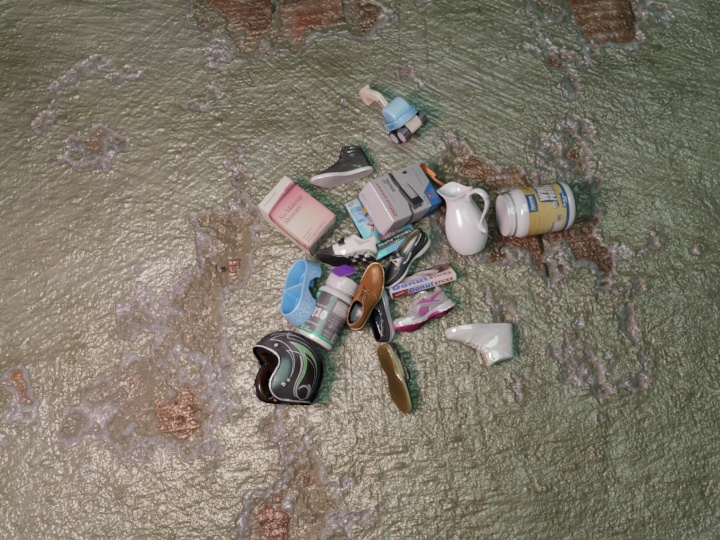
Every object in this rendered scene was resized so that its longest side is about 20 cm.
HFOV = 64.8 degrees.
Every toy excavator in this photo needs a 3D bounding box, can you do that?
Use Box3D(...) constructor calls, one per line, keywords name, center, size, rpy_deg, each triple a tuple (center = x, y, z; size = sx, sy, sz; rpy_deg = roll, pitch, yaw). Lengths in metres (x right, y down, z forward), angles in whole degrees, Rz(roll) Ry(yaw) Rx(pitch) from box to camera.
Box3D(name="toy excavator", center=(0.094, -0.505, 1.779), size=(0.100, 0.194, 0.201), rpy_deg=(-41, 107, -10))

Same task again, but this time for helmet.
Box3D(name="helmet", center=(-0.198, 0.262, 1.539), size=(0.198, 0.200, 0.193), rpy_deg=(3, 72, 0))

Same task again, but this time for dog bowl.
Box3D(name="dog bowl", center=(-0.174, 0.056, 1.618), size=(0.049, 0.111, 0.202), rpy_deg=(32, 53, -37))

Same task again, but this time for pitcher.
Box3D(name="pitcher", center=(0.315, -0.147, 1.633), size=(0.121, 0.171, 0.202), rpy_deg=(-32, 116, -26))

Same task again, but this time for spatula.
Box3D(name="spatula", center=(0.000, 0.000, 1.639), size=(0.056, 0.199, 0.021), rpy_deg=(32, 113, 42))

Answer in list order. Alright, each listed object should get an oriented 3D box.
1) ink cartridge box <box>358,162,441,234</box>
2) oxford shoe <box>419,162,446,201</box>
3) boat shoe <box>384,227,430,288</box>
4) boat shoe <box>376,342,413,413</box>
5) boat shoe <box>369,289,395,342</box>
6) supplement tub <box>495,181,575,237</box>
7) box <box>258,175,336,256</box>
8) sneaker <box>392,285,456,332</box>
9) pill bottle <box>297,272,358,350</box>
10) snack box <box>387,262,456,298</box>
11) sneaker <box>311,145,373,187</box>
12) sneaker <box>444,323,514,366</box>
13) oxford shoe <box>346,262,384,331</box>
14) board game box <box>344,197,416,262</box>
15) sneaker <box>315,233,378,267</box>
Box3D(name="ink cartridge box", center=(0.117, -0.212, 1.667), size=(0.199, 0.084, 0.145), rpy_deg=(-26, 79, -31))
Box3D(name="oxford shoe", center=(0.238, -0.239, 1.745), size=(0.073, 0.071, 0.200), rpy_deg=(-46, 75, 9))
Box3D(name="boat shoe", center=(0.119, -0.038, 1.652), size=(0.201, 0.060, 0.075), rpy_deg=(-52, 38, -7))
Box3D(name="boat shoe", center=(0.111, 0.297, 1.594), size=(0.064, 0.073, 0.202), rpy_deg=(-16, 86, -41))
Box3D(name="boat shoe", center=(0.039, 0.112, 1.634), size=(0.066, 0.070, 0.202), rpy_deg=(-7, 78, -45))
Box3D(name="supplement tub", center=(0.516, -0.178, 1.682), size=(0.198, 0.145, 0.146), rpy_deg=(-10, 75, -3))
Box3D(name="box", center=(-0.185, -0.161, 1.690), size=(0.199, 0.109, 0.128), rpy_deg=(38, 78, 8))
Box3D(name="sneaker", center=(0.173, 0.111, 1.640), size=(0.198, 0.082, 0.089), rpy_deg=(-24, 72, -19))
Box3D(name="pill bottle", center=(-0.088, 0.115, 1.617), size=(0.112, 0.113, 0.201), rpy_deg=(25, 76, 6))
Box3D(name="snack box", center=(0.176, 0.030, 1.666), size=(0.198, 0.072, 0.025), rpy_deg=(-17, 121, -5))
Box3D(name="sneaker", center=(-0.066, -0.326, 1.758), size=(0.198, 0.071, 0.100), rpy_deg=(-15, 74, -11))
Box3D(name="sneaker", center=(0.342, 0.214, 1.616), size=(0.197, 0.074, 0.117), rpy_deg=(-2, 72, -2))
Box3D(name="oxford shoe", center=(0.015, 0.069, 1.581), size=(0.071, 0.071, 0.202), rpy_deg=(16, 81, 19))
Box3D(name="board game box", center=(0.063, -0.143, 1.720), size=(0.150, 0.047, 0.201), rpy_deg=(-27, 77, -7))
Box3D(name="sneaker", center=(-0.037, -0.064, 1.674), size=(0.198, 0.074, 0.089), rpy_deg=(-1, 60, 22))
